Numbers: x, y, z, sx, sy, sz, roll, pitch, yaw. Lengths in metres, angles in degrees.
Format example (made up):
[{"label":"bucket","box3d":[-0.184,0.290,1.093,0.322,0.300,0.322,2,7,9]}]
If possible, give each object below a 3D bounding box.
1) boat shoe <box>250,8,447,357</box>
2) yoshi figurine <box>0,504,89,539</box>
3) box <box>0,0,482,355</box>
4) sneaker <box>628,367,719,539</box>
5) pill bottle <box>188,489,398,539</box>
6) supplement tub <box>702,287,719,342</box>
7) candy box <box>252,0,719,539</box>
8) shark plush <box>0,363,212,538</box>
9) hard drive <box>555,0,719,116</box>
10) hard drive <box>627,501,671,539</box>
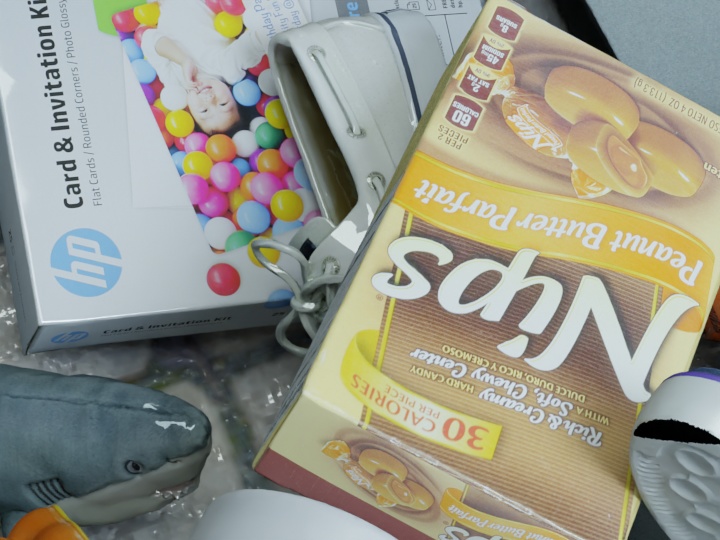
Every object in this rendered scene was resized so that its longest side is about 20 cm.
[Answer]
[{"label":"boat shoe","box3d":[0.001,-0.003,1.036,0.086,0.075,0.202,-6,70,-20]},{"label":"yoshi figurine","box3d":[-0.160,0.171,0.967,0.200,0.112,0.112,-32,79,-13]},{"label":"box","box3d":[-0.043,-0.056,1.106,0.200,0.041,0.156,-6,72,-17]},{"label":"sneaker","box3d":[0.176,0.045,0.942,0.081,0.200,0.147,4,60,47]},{"label":"pill bottle","box3d":[-0.048,0.173,0.855,0.113,0.113,0.200,25,62,7]},{"label":"supplement tub","box3d":[0.228,0.018,1.070,0.200,0.123,0.123,26,63,4]},{"label":"candy box","box3d":[0.055,0.010,0.971,0.115,0.055,0.200,28,50,-3]},{"label":"shark plush","box3d":[-0.149,0.039,1.048,0.200,0.083,0.091,29,64,9]},{"label":"hard drive","box3d":[0.195,-0.102,1.185,0.200,0.033,0.140,-20,66,-15]},{"label":"hard drive","box3d":[0.123,0.128,1.001,0.140,0.033,0.200,43,38,16]}]
